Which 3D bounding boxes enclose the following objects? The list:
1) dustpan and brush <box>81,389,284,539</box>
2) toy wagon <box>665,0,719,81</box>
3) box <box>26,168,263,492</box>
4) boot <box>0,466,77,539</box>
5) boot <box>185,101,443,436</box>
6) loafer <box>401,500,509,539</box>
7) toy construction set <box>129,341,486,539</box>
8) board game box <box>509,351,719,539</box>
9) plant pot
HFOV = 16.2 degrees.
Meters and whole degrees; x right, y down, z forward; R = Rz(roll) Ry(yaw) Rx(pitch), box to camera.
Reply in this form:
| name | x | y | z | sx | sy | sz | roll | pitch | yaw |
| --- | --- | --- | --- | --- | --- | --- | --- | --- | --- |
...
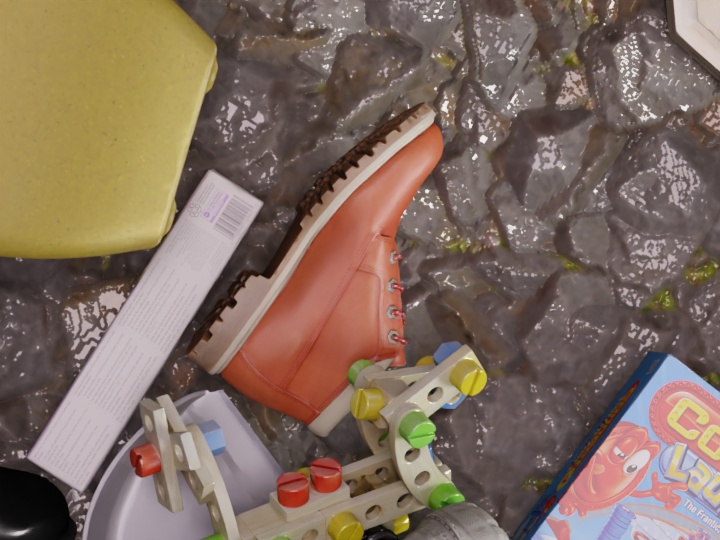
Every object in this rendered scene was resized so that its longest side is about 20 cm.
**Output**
| name | x | y | z | sx | sy | sz | roll | pitch | yaw |
| --- | --- | --- | --- | --- | --- | --- | --- | --- | --- |
| dustpan and brush | -0.129 | 0.175 | 1.471 | 0.200 | 0.057 | 0.140 | -38 | 104 | -10 |
| toy wagon | 0.274 | -0.193 | 1.508 | 0.155 | 0.040 | 0.200 | 41 | 86 | -3 |
| box | -0.124 | 0.034 | 1.474 | 0.041 | 0.039 | 0.200 | 31 | 87 | -2 |
| boot | -0.227 | 0.082 | 1.382 | 0.211 | 0.079 | 0.158 | 10 | 106 | -40 |
| boot | 0.000 | 0.000 | 1.472 | 0.107 | 0.075 | 0.200 | 37 | 95 | -6 |
| loafer | 0.035 | 0.221 | 1.433 | 0.070 | 0.070 | 0.200 | -16 | 125 | -35 |
| toy construction set | -0.026 | 0.112 | 1.413 | 0.200 | 0.092 | 0.131 | -9 | 126 | -12 |
| board game box | 0.194 | 0.184 | 1.487 | 0.200 | 0.056 | 0.196 | 37 | 87 | -3 |
| plant pot | -0.191 | -0.094 | 1.402 | 0.200 | 0.194 | 0.196 | 18 | 88 | -9 |
